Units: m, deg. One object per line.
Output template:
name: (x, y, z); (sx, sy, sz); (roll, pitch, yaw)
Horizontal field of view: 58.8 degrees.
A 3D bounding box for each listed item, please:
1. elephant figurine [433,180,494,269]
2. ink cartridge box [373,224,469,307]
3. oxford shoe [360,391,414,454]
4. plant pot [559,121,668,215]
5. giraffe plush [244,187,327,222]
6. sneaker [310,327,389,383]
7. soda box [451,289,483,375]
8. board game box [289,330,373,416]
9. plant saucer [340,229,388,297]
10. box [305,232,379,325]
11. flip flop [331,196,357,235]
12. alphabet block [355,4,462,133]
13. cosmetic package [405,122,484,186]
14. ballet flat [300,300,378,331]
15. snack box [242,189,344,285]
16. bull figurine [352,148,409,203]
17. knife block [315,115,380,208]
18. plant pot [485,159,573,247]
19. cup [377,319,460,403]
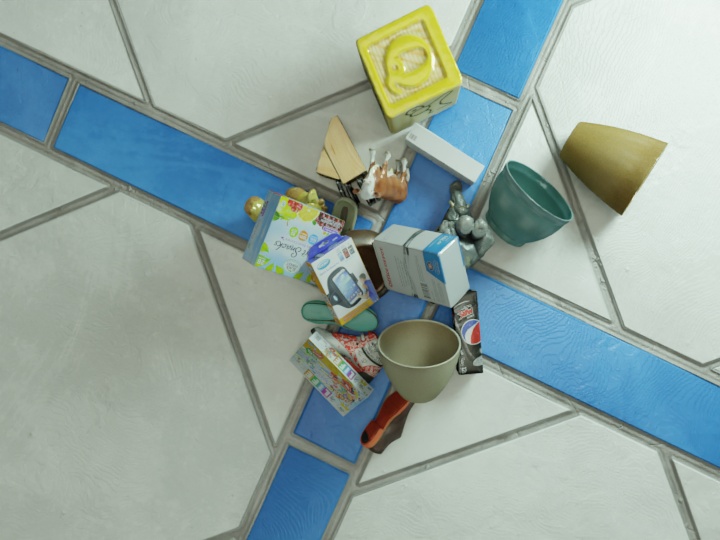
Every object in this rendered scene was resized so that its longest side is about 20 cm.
elephant figurine: (0.238, -0.099, 1.543); (0.155, 0.201, 0.142); (-40, 113, 10)
ink cartridge box: (0.140, -0.014, 1.487); (0.086, 0.198, 0.148); (-38, 126, -31)
oxford shoe: (0.086, 0.374, 1.608); (0.072, 0.071, 0.200); (41, 92, -26)
plant pot: (0.578, -0.261, 1.497); (0.199, 0.186, 0.188); (35, 94, 16)
giraffe plush: (-0.167, -0.136, 1.567); (0.162, 0.173, 0.200); (-42, 97, -3)
sneaker: (-0.021, 0.179, 1.602); (0.201, 0.067, 0.108); (39, 93, -1)
soda box: (0.262, 0.150, 1.575); (0.062, 0.071, 0.204); (-5, 91, 4)
board game box: (-0.075, 0.258, 1.583); (0.200, 0.034, 0.135); (45, 138, 3)
plant saucer: (0.000, 0.000, 1.571); (0.197, 0.037, 0.204); (-4, 110, -10)
box: (-0.045, 0.015, 1.509); (0.118, 0.041, 0.202); (-34, 116, -18)
flip flop: (-0.048, -0.082, 1.579); (0.080, 0.058, 0.203); (12, 117, 2)
alphabet block: (0.115, -0.464, 1.505); (0.193, 0.200, 0.199); (-26, 89, 4)
cosmetic package: (0.204, -0.284, 1.563); (0.198, 0.083, 0.051); (33, 91, 2)
ballet flat: (-0.050, 0.108, 1.599); (0.197, 0.070, 0.069); (9, 93, 1)
snack box: (-0.153, -0.072, 1.482); (0.067, 0.198, 0.171); (28, 97, 48)
bull figurine: (0.055, -0.219, 1.530); (0.064, 0.199, 0.123); (13, 92, 32)
knife block: (-0.015, -0.262, 1.590); (0.173, 0.064, 0.203); (16, 93, 3)
plant pot: (0.380, -0.143, 1.511); (0.200, 0.200, 0.135); (41, 121, 2)
cup: (0.141, 0.232, 1.543); (0.197, 0.201, 0.145); (0, 118, 5)
